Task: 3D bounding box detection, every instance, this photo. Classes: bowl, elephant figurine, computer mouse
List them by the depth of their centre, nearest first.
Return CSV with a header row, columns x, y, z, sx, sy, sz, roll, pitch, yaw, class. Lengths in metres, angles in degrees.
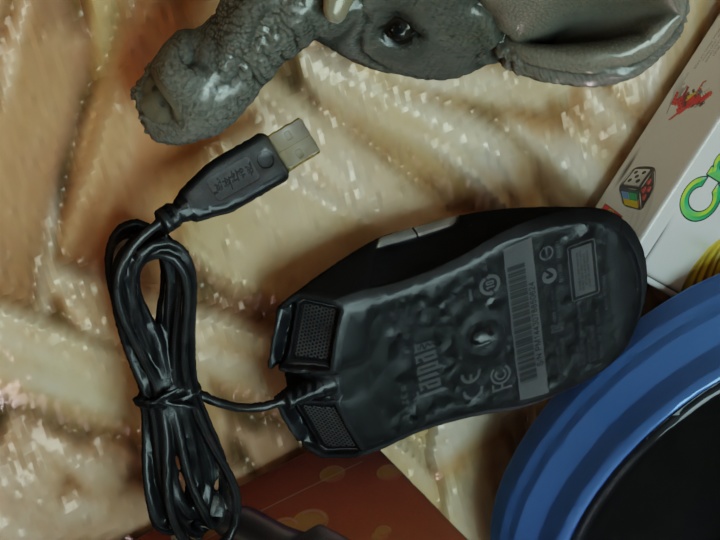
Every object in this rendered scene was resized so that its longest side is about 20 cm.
x,y,z,sx,sy,sz,roll,pitch,yaw,class
0.041,-0.119,0.937,0.201,0.154,0.142,-68,172,29,elephant figurine
0.000,0.000,1.018,0.199,0.046,0.141,-23,122,-14,computer mouse
0.146,0.082,1.127,0.199,0.039,0.201,-18,137,-18,bowl

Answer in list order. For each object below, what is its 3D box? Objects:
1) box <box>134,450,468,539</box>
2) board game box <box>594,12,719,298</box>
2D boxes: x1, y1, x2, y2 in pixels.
x,y,z,sx,sy,sz,roll,pitch,yaw,class
-0.008,0.172,1.000,0.152,0.200,0.107,-26,129,-18,box
0.181,-0.069,1.098,0.126,0.035,0.201,26,99,-41,board game box
